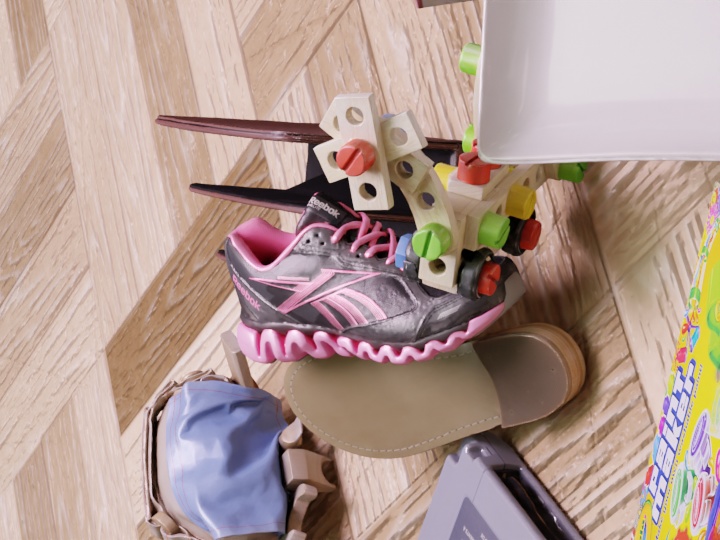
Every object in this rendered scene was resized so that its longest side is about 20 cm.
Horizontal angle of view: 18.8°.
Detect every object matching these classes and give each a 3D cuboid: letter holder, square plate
[{"bbox_3d":[-0.044,-0.045,1.402,0.200,0.142,0.101,13,99,61],"label":"letter holder"},{"bbox_3d":[0.155,-0.152,1.091,0.198,0.028,0.201,1,88,29],"label":"square plate"}]

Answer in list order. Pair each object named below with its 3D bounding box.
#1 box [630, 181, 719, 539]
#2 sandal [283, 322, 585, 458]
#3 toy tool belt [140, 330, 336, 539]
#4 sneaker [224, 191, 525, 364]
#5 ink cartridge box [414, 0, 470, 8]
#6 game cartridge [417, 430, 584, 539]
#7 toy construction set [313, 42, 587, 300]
[{"bbox_3d":[0.204,0.088,0.900,0.193,0.122,0.201,-112,32,-75],"label":"box"},{"bbox_3d":[0.056,0.062,1.303,0.211,0.070,0.078,-10,101,40],"label":"sandal"},{"bbox_3d":[-0.081,0.152,1.475,0.123,0.124,0.200,116,144,-49],"label":"toy tool belt"},{"bbox_3d":[0.000,0.000,1.261,0.199,0.079,0.096,-5,111,34],"label":"sneaker"},{"bbox_3d":[0.055,-0.260,1.218,0.145,0.083,0.201,21,-118,-85],"label":"ink cartridge box"},{"bbox_3d":[0.090,0.201,1.246,0.200,0.041,0.134,53,136,50],"label":"game cartridge"},{"bbox_3d":[0.062,-0.064,1.180,0.092,0.200,0.132,26,124,32],"label":"toy construction set"}]
